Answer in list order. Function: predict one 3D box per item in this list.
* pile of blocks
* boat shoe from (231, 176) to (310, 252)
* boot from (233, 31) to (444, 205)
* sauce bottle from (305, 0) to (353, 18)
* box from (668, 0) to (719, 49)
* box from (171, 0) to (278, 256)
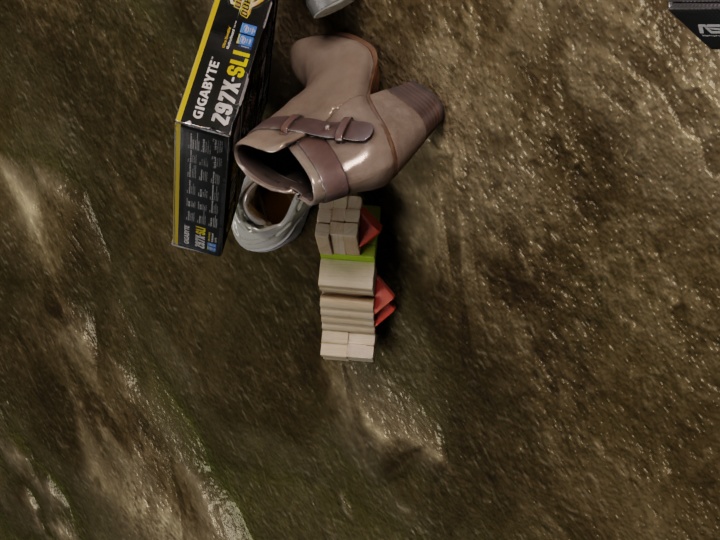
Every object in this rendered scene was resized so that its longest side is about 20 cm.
[{"bbox_3d":[0.000,0.000,1.703,0.062,0.082,0.201,5,136,6],"label":"pile of blocks"},{"bbox_3d":[-0.076,-0.062,1.745,0.200,0.070,0.071,-33,83,57],"label":"boat shoe"},{"bbox_3d":[-0.037,-0.117,1.583,0.199,0.146,0.071,26,137,46],"label":"boot"},{"bbox_3d":[-0.062,-0.293,1.584,0.065,0.064,0.201,-26,88,57],"label":"sauce bottle"},{"bbox_3d":[0.266,-0.210,1.067,0.044,0.201,0.160,35,165,-34],"label":"box"},{"bbox_3d":[-0.109,-0.129,1.641,0.049,0.161,0.200,15,153,2],"label":"box"}]
